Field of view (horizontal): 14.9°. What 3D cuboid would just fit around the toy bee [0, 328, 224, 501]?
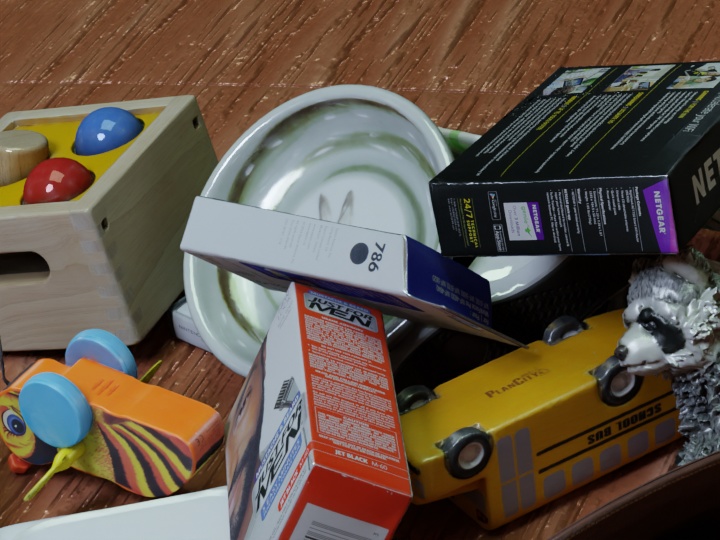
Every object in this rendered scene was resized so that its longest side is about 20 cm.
[{"bbox_3d":[-0.173,0.085,1.668,0.130,0.109,0.200,-23,51,-33],"label":"toy bee"}]

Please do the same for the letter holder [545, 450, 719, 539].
[{"bbox_3d":[0.146,0.194,1.348,0.199,0.143,0.100,-26,34,-27],"label":"letter holder"}]

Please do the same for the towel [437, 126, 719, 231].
[{"bbox_3d":[0.144,-0.064,1.801,0.199,0.024,0.152,12,-6,39],"label":"towel"}]

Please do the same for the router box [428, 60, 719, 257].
[{"bbox_3d":[0.148,-0.067,1.604,0.148,0.051,0.200,-1,23,29],"label":"router box"}]

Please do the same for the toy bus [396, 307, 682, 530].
[{"bbox_3d":[0.105,0.087,1.600,0.199,0.079,0.065,-24,34,-23],"label":"toy bus"}]

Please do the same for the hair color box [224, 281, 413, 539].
[{"bbox_3d":[-0.027,0.106,1.538,0.064,0.111,0.200,20,24,-13],"label":"hair color box"}]

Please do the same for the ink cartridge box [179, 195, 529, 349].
[{"bbox_3d":[0.000,0.000,1.612,0.199,0.099,0.039,14,82,36],"label":"ink cartridge box"}]

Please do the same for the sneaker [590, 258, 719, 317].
[{"bbox_3d":[0.198,0.019,1.711,0.081,0.076,0.200,1,16,-34],"label":"sneaker"}]

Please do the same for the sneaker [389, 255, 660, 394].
[{"bbox_3d":[0.095,0.011,1.697,0.199,0.073,0.085,-34,33,4],"label":"sneaker"}]

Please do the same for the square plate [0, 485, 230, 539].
[{"bbox_3d":[-0.121,0.184,1.548,0.198,0.029,0.198,-10,30,-2],"label":"square plate"}]

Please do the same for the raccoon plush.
[{"bbox_3d":[0.233,0.043,1.577,0.199,0.135,0.097,-9,-10,-39],"label":"raccoon plush"}]

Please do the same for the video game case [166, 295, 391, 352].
[{"bbox_3d":[0.005,0.015,1.799,0.180,0.026,0.200,21,42,41],"label":"video game case"}]

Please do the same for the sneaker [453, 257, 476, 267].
[{"bbox_3d":[0.008,-0.034,1.783,0.199,0.077,0.084,4,34,26],"label":"sneaker"}]

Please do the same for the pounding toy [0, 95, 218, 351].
[{"bbox_3d":[-0.222,-0.040,1.822,0.199,0.143,0.184,-3,30,28],"label":"pounding toy"}]

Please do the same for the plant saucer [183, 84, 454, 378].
[{"bbox_3d":[-0.016,-0.016,1.726,0.199,0.050,0.201,-14,63,28],"label":"plant saucer"}]
